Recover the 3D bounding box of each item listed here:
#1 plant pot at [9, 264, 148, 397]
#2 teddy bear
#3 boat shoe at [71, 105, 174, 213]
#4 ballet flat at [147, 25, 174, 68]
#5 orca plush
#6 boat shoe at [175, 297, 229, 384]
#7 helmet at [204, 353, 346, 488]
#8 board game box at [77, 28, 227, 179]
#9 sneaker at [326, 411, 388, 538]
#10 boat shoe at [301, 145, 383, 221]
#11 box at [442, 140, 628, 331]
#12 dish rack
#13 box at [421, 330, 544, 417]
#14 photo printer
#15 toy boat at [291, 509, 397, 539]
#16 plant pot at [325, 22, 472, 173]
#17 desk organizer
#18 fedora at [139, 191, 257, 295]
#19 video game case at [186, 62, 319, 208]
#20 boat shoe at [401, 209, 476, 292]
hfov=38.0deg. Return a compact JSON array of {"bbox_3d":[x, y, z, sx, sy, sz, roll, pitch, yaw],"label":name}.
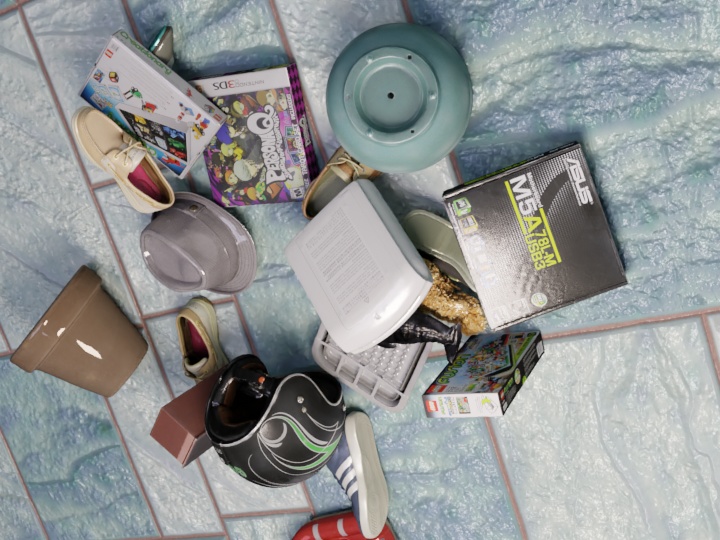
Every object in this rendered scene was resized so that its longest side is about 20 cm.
[{"bbox_3d":[-0.459,0.121,1.759,0.174,0.201,0.200,39,123,-13],"label":"plant pot"},{"bbox_3d":[0.093,0.030,1.475,0.200,0.145,0.067,39,84,-15],"label":"teddy bear"},{"bbox_3d":[-0.344,-0.166,1.552,0.069,0.074,0.200,2,142,39],"label":"boat shoe"},{"bbox_3d":[-0.322,-0.290,1.593,0.064,0.068,0.200,33,126,-22],"label":"ballet flat"},{"bbox_3d":[0.038,0.091,1.459,0.199,0.071,0.106,25,133,18],"label":"orca plush"},{"bbox_3d":[-0.264,0.147,1.728,0.074,0.066,0.201,-6,107,28],"label":"boat shoe"},{"bbox_3d":[-0.119,0.228,1.582,0.199,0.201,0.191,-20,139,31],"label":"helmet"},{"bbox_3d":[-0.309,-0.244,1.549,0.200,0.035,0.126,40,127,-7],"label":"board game box"},{"bbox_3d":[-0.015,0.326,1.667,0.084,0.075,0.201,-11,87,31],"label":"sneaker"},{"bbox_3d":[-0.011,-0.141,1.467,0.076,0.074,0.200,39,109,-1],"label":"boat shoe"},{"bbox_3d":[0.229,-0.044,1.382,0.192,0.048,0.201,-19,101,11],"label":"box"},{"bbox_3d":[0.022,0.106,1.562,0.171,0.044,0.200,33,136,12],"label":"dish rack"},{"bbox_3d":[0.171,0.140,1.430,0.110,0.200,0.035,-5,108,28],"label":"box"},{"bbox_3d":[0.000,0.000,1.420,0.166,0.069,0.200,-44,58,19],"label":"photo printer"},{"bbox_3d":[-0.037,0.477,1.710,0.199,0.131,0.131,-21,100,31],"label":"toy boat"},{"bbox_3d":[0.044,-0.222,1.347,0.199,0.134,0.202,1,98,7],"label":"plant pot"},{"bbox_3d":[-0.235,0.221,1.667,0.077,0.200,0.072,38,126,14],"label":"desk organizer"},{"bbox_3d":[-0.267,-0.026,1.628,0.199,0.090,0.177,31,133,16],"label":"fedora"},{"bbox_3d":[-0.157,-0.197,1.554,0.180,0.036,0.201,-1,110,28],"label":"video game case"},{"bbox_3d":[0.148,-0.018,1.464,0.201,0.061,0.072,34,87,8],"label":"boat shoe"}]
